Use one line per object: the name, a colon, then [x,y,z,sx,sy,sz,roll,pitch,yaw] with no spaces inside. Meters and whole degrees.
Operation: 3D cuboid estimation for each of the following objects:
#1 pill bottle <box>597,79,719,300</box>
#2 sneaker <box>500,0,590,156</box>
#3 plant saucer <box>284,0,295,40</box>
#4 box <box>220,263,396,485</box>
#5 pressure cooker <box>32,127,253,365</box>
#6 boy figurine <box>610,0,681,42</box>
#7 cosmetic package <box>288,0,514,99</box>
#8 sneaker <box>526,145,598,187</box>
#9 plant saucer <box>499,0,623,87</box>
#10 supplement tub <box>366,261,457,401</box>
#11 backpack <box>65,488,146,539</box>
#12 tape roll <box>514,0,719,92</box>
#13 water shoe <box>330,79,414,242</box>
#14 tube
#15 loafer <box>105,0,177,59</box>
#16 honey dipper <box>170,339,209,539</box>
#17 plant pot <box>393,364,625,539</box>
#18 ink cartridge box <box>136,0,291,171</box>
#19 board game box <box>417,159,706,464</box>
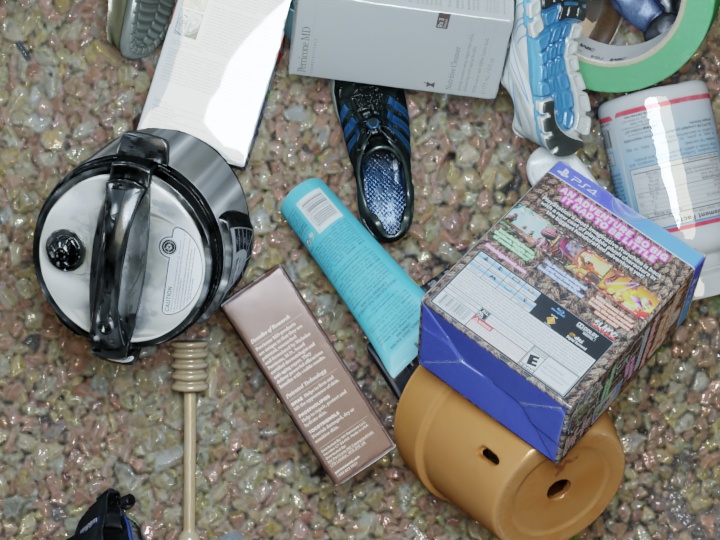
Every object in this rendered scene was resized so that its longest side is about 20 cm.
pill bottle: [0.299,-0.073,1.536,0.107,0.109,0.203,-12,91,-5]
sneaker: [0.158,-0.209,1.473,0.074,0.086,0.203,-12,108,-33]
plant saucer: [-0.027,-0.316,1.551,0.197,0.027,0.203,0,90,-6]
box: [-0.051,0.097,1.505,0.074,0.100,0.201,-31,92,-5]
pressure cooker: [-0.197,-0.024,1.426,0.177,0.200,0.177,-31,99,15]
boy figurine: [0.236,-0.314,1.526,0.124,0.064,0.200,-44,95,2]
cosmetic package: [0.036,-0.232,1.475,0.197,0.113,0.082,4,55,-3]
sneaker: [0.227,-0.024,1.525,0.070,0.099,0.201,-32,76,3]
plant saucer: [0.160,-0.275,1.565,0.197,0.032,0.203,0,88,-6]
supplement tub: [0.105,0.046,1.517,0.199,0.107,0.108,-34,92,-5]
backpack: [-0.250,0.326,1.439,0.199,0.190,0.155,-35,108,-5]
tape roll: [0.232,-0.267,1.476,0.198,0.048,0.203,11,119,20]
water shoe: [0.020,-0.128,1.525,0.071,0.079,0.203,-12,90,-6]
tube: [0.000,0.000,1.494,0.078,0.050,0.201,-46,64,17]
loafer: [-0.214,-0.301,1.520,0.069,0.075,0.203,8,90,27]
honey dipper: [-0.161,0.168,1.529,0.037,0.038,0.203,-1,93,-5]
plant pot: [0.147,0.157,1.456,0.198,0.140,0.202,-15,130,-19]
ink cartridge box: [-0.131,-0.207,1.524,0.108,0.050,0.202,17,88,-1]
board game box: [0.170,0.033,1.378,0.159,0.097,0.200,36,62,22]
